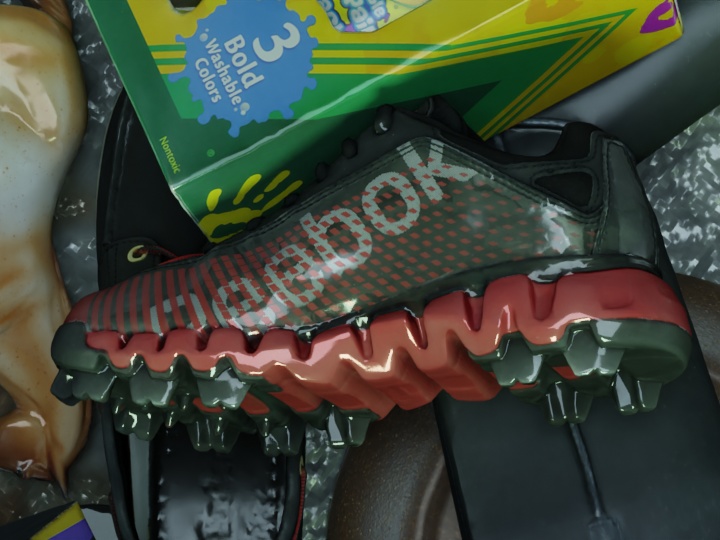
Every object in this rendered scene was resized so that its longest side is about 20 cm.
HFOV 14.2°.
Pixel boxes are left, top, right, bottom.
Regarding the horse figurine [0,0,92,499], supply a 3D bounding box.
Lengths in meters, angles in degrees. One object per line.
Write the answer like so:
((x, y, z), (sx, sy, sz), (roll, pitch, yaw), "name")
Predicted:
((-0.140, -0.035, 0.969), (0.132, 0.050, 0.201), (11, 79, -9), "horse figurine")

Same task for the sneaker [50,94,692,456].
((0.000, 0.000, 0.876), (0.199, 0.071, 0.099), (-8, 71, 17), "sneaker")

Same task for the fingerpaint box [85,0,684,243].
((-0.016, -0.130, 0.929), (0.166, 0.073, 0.201), (-27, 65, 3), "fingerpaint box")

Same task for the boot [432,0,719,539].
((0.095, 0.002, 0.917), (0.164, 0.066, 0.201), (-17, 60, 10), "boot")

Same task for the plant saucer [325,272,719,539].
((0.086, 0.097, 0.957), (0.199, 0.037, 0.202), (0, 84, 3), "plant saucer")

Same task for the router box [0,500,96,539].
((-0.136, 0.173, 0.888), (0.199, 0.052, 0.158), (-20, 101, 33), "router box")

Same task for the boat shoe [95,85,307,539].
((-0.051, 0.019, 0.951), (0.073, 0.063, 0.203), (-4, 75, 0), "boat shoe")

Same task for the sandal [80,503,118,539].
((-0.083, 0.177, 0.952), (0.075, 0.045, 0.201), (-10, 85, 0), "sandal")
